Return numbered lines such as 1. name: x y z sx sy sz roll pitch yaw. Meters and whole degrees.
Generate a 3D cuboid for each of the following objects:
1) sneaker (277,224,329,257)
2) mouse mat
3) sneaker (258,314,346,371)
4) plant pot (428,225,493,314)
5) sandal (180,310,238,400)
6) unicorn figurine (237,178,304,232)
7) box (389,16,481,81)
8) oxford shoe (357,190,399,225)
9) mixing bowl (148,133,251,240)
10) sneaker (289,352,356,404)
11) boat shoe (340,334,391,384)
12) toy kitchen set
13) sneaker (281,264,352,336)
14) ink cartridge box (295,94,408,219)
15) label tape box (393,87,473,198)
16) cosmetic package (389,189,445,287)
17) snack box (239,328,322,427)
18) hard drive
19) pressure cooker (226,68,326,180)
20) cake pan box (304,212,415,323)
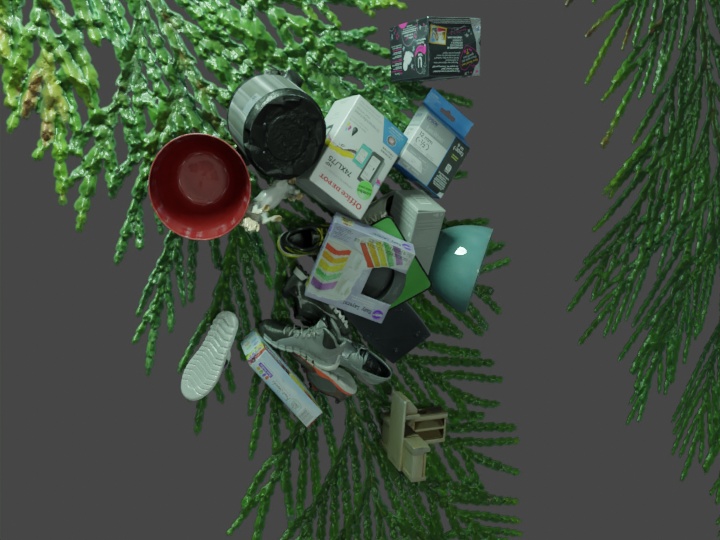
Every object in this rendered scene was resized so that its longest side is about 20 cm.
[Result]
1. sneaker: -0.081 -0.063 1.431 0.193 0.085 0.077 -9 87 -10
2. mouse mat: 0.047 -0.005 1.438 0.158 0.008 0.202 -27 113 16
3. sneaker: -0.116 0.128 1.436 0.195 0.076 0.117 25 123 -7
4. plant pot: 0.215 -0.020 1.539 0.131 0.200 0.206 19 94 12
5. sandal: -0.313 0.189 1.425 0.206 0.081 0.050 -61 157 -2
6. unicorn figurine: -0.172 -0.147 1.344 0.197 0.136 0.076 -28 110 -29
7. box: 0.155 -0.462 1.400 0.128 0.199 0.119 -6 105 -19
8. oxford shoe: 0.028 -0.113 1.500 0.198 0.058 0.076 -36 113 -10
9. mixing bowl: -0.314 -0.173 1.313 0.193 0.109 0.207 -3 108 -9
10. sneaker: -0.102 0.239 1.512 0.199 0.077 0.082 40 110 -12
11. boat shoe: -0.005 0.197 1.531 0.199 0.071 0.072 37 55 -28
12. toy kitchen set: 0.157 0.366 1.569 0.175 0.199 0.169 -1 102 -21
13. sneaker: -0.104 0.087 1.485 0.090 0.066 0.201 -43 109 -5
14. ink cartridge box: -0.028 -0.234 1.397 0.145 0.145 0.203 34 83 -24
15. label tape box: 0.173 -0.292 1.517 0.142 0.066 0.203 33 89 -24
16. cosmetic package: 0.110 -0.066 1.478 0.088 0.107 0.205 -3 121 -32
17. snack box: -0.174 0.232 1.442 0.053 0.142 0.201 -40 113 -7
18. hard drive: 0.061 0.112 1.544 0.134 0.043 0.200 -37 115 13
19. pressure cooker: -0.171 -0.293 1.304 0.171 0.200 0.183 -18 124 -19
20. cake pan box: 0.000 0.000 1.404 0.195 0.053 0.187 21 116 -13
